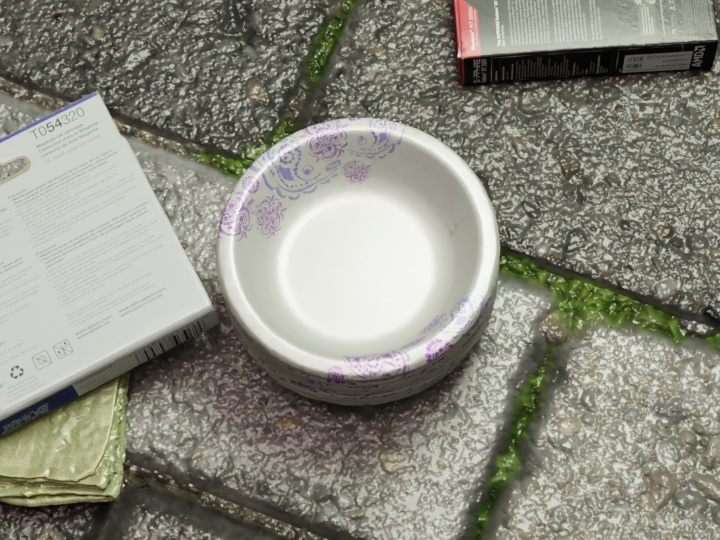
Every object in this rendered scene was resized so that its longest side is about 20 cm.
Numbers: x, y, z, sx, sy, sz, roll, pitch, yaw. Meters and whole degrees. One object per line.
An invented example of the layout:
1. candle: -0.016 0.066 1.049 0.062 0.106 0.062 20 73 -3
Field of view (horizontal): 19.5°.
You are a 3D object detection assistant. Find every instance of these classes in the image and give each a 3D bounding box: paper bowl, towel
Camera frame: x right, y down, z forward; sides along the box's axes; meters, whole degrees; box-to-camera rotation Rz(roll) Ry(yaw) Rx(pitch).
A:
1. paper bowl: 0.000 0.000 1.510 0.200 0.104 0.201 -1 67 2
2. towel: -0.237 0.075 1.529 0.148 0.036 0.200 1 68 4

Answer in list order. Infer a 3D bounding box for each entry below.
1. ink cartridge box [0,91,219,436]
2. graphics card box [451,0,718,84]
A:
1. ink cartridge box: -0.231 -0.003 1.519 0.196 0.043 0.200 -27 66 -5
2. graphics card box: 0.170 -0.214 1.620 0.200 0.051 0.126 -5 67 2
